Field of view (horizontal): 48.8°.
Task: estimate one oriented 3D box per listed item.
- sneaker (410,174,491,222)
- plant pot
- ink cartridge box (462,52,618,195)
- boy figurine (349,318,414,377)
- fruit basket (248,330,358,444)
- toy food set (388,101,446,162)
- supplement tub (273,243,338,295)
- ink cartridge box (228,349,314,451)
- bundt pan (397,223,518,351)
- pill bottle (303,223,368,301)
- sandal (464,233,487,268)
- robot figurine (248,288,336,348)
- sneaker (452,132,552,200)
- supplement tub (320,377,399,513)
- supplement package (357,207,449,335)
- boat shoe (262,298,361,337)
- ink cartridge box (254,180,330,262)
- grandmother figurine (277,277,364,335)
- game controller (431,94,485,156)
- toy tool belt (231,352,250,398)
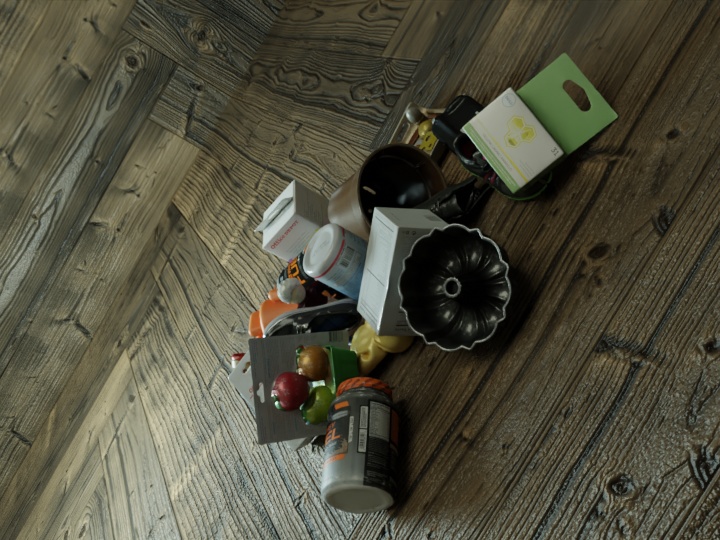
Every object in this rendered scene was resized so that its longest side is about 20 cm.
[{"bbox_3d":[0.151,-0.114,1.448,0.200,0.060,0.104,-38,10,-16],"label":"sneaker"},{"bbox_3d":[0.041,-0.132,1.578,0.198,0.200,0.200,-15,52,63],"label":"plant pot"},{"bbox_3d":[0.287,-0.238,1.277,0.200,0.048,0.146,-39,75,18],"label":"ink cartridge box"},{"bbox_3d":[0.019,0.135,1.486,0.200,0.064,0.124,-30,44,43],"label":"boy figurine"},{"bbox_3d":[-0.102,0.206,1.420,0.094,0.200,0.185,157,107,-64],"label":"fruit basket"},{"bbox_3d":[0.132,-0.298,1.701,0.144,0.060,0.200,-63,27,-3],"label":"toy food set"},{"bbox_3d":[-0.099,0.015,1.734,0.200,0.122,0.123,-45,32,29],"label":"supplement tub"},{"bbox_3d":[-0.149,0.236,1.547,0.200,0.067,0.116,44,108,16],"label":"ink cartridge box"},{"bbox_3d":[0.163,0.028,1.265,0.202,0.076,0.202,-2,87,34],"label":"bundt pan"},{"bbox_3d":[0.000,0.000,1.496,0.109,0.200,0.109,-40,34,34],"label":"pill bottle"},{"bbox_3d":[0.180,-0.031,1.391,0.082,0.050,0.203,-46,25,-6],"label":"sandal"},{"bbox_3d":[-0.132,0.101,1.651,0.200,0.144,0.117,-16,-1,10],"label":"robot figurine"},{"bbox_3d":[0.234,-0.180,1.357,0.200,0.084,0.077,29,89,36],"label":"sneaker"},{"bbox_3d":[0.002,0.287,1.313,0.122,0.122,0.200,-36,36,39],"label":"supplement tub"},{"bbox_3d":[0.076,0.002,1.385,0.114,0.109,0.200,-132,47,-59],"label":"supplement package"},{"bbox_3d":[-0.090,0.110,1.500,0.200,0.070,0.066,-14,20,1],"label":"boat shoe"},{"bbox_3d":[-0.126,-0.097,1.797,0.129,0.200,0.125,-44,32,30],"label":"ink cartridge box"},{"bbox_3d":[-0.077,0.069,1.560,0.061,0.200,0.121,-15,53,53],"label":"grandmother figurine"},{"bbox_3d":[0.214,-0.267,1.530,0.104,0.042,0.200,-42,44,6],"label":"game controller"},{"bbox_3d":[-0.198,0.246,1.680,0.200,0.125,0.123,3,95,37],"label":"toy tool belt"}]
